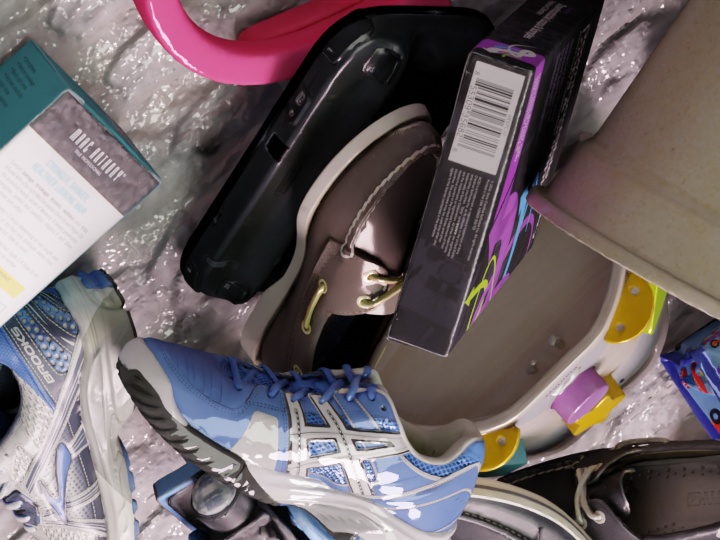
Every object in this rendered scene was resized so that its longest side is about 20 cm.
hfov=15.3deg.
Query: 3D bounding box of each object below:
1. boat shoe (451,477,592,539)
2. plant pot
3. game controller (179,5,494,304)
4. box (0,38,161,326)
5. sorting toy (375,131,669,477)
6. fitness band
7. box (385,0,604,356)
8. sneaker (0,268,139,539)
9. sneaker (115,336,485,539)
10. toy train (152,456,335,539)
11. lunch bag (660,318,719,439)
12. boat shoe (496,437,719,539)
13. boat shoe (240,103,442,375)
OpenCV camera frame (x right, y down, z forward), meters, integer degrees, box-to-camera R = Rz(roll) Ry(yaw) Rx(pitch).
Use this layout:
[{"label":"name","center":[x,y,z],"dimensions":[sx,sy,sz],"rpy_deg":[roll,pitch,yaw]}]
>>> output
[{"label":"boat shoe","center":[0.096,0.177,1.458],"dimensions":[0.074,0.062,0.200],"rpy_deg":[-23,128,38]},{"label":"plant pot","center":[0.206,-0.070,1.260],"dimensions":[0.200,0.200,0.184],"rpy_deg":[19,101,-41]},{"label":"game controller","center":[-0.011,-0.056,1.313],"dimensions":[0.104,0.042,0.200],"rpy_deg":[-12,149,-43]},{"label":"box","center":[-0.196,-0.009,1.246],"dimensions":[0.200,0.049,0.082],"rpy_deg":[-41,136,2]},{"label":"sorting toy","center":[0.108,0.049,1.481],"dimensions":[0.200,0.107,0.180],"rpy_deg":[-44,155,5]},{"label":"fitness band","center":[-0.017,-0.165,1.251],"dimensions":[0.200,0.037,0.144],"rpy_deg":[-27,134,-15]},{"label":"box","center":[0.069,-0.054,1.295],"dimensions":[0.200,0.036,0.143],"rpy_deg":[-50,157,-69]},{"label":"sneaker","center":[-0.161,0.092,1.343],"dimensions":[0.085,0.077,0.201],"rpy_deg":[-9,120,-19]},{"label":"sneaker","center":[-0.028,0.073,1.301],"dimensions":[0.200,0.076,0.077],"rpy_deg":[27,104,-27]},{"label":"toy train","center":[-0.035,0.141,1.426],"dimensions":[0.087,0.114,0.200],"rpy_deg":[-34,136,11]},{"label":"lunch bag","center":[0.294,0.091,1.542],"dimensions":[0.150,0.200,0.094],"rpy_deg":[-33,180,-7]},{"label":"boat shoe","center":[0.152,0.128,1.484],"dimensions":[0.199,0.074,0.060],"rpy_deg":[-1,159,17]},{"label":"boat shoe","center":[0.000,0.000,1.305],"dimensions":[0.072,0.060,0.200],"rpy_deg":[-17,151,-36]}]
